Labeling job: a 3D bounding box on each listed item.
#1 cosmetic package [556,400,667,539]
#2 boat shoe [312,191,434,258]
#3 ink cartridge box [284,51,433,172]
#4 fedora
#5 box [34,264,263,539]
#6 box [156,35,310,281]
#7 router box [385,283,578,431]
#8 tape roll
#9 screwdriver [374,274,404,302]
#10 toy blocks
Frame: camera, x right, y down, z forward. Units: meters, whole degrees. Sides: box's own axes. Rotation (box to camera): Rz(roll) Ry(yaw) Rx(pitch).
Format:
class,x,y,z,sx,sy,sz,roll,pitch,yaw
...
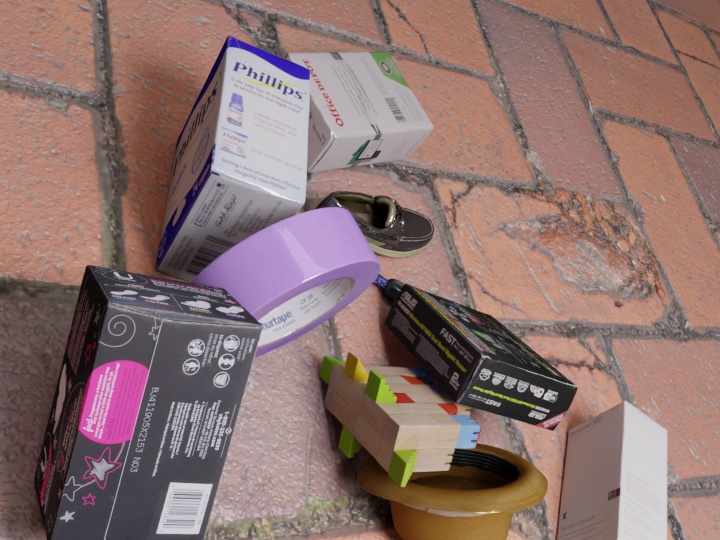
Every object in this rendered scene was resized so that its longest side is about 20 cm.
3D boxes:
class,x,y,z,sx,sy,sz,roll,pitch,yaw
cosmetic package,0.314,0.278,0.979,0.081,0.113,0.201,32,44,-13
boat shoe,0.027,-0.064,1.041,0.199,0.065,0.074,1,56,-38
ink cartridge box,-0.016,-0.228,1.112,0.199,0.084,0.147,-14,69,-42
fedora,0.094,0.242,0.827,0.199,0.200,0.083,-6,100,-39
box,-0.179,0.113,0.656,0.131,0.202,0.115,11,11,-31
box,-0.140,-0.113,0.869,0.104,0.184,0.202,18,50,-23
router box,0.137,0.099,0.930,0.149,0.063,0.200,21,12,-29
tape roll,-0.079,0.019,0.806,0.199,0.200,0.066,-19,72,-43
screwdriver,0.000,0.000,1.006,0.199,0.028,0.029,30,18,-14
toy blocks,0.056,0.156,0.849,0.136,0.101,0.200,7,14,-30
